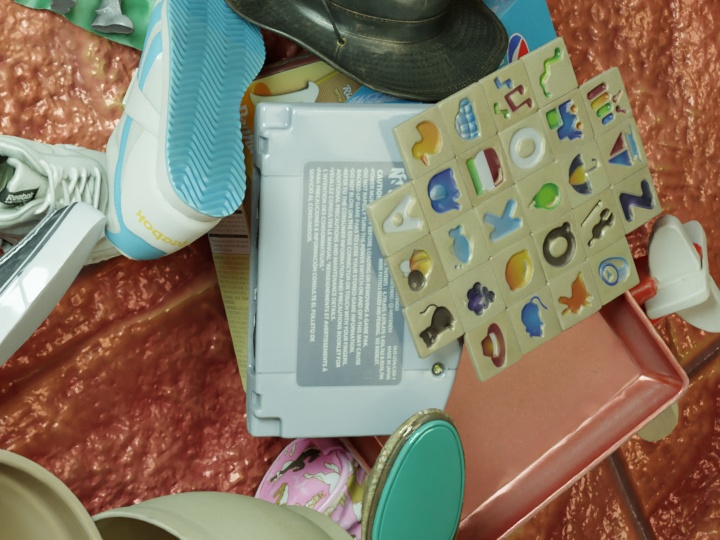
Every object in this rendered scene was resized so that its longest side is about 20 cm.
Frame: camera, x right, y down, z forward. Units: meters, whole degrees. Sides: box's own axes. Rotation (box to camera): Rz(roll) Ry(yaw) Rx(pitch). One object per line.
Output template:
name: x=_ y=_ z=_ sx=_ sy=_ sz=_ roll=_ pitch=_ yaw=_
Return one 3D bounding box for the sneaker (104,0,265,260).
sneaker: x=-0.109 y=-0.096 z=1.316 sx=0.076 sy=0.081 sz=0.200 roll=33 pitch=42 yaw=-27

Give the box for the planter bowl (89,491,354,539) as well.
planter bowl: x=-0.070 y=0.215 z=1.330 sx=0.135 sy=0.200 sz=0.201 roll=-22 pitch=104 yaw=-45

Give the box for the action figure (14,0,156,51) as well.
action figure: x=-0.139 y=-0.243 z=1.354 sx=0.118 sy=0.055 sz=0.201 roll=23 pitch=74 yaw=-36

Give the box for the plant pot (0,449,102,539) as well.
plant pot: x=-0.238 y=0.198 z=1.248 sx=0.200 sy=0.093 sz=0.202 roll=5 pitch=83 yaw=-42

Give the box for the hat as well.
hat: x=0.010 y=-0.197 z=1.383 sx=0.200 sy=0.201 sz=0.081 roll=-8 pitch=139 yaw=-37

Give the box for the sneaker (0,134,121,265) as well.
sneaker: x=-0.189 y=-0.044 z=1.299 sx=0.200 sy=0.081 sz=0.075 roll=7 pitch=85 yaw=-39

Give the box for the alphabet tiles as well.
alphabet tiles: x=0.096 y=-0.037 z=1.357 sx=0.200 sy=0.006 sz=0.167 roll=-30 pitch=111 yaw=-27

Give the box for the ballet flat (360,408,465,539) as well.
ballet flat: x=0.022 y=0.171 z=1.373 sx=0.070 sy=0.065 sz=0.201 roll=-3 pitch=108 yaw=-26

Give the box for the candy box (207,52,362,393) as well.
candy box: x=-0.036 y=-0.031 z=1.431 sx=0.115 sy=0.055 sz=0.201 roll=-20 pitch=103 yaw=-36

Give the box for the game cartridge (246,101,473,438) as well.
game cartridge: x=0.000 y=0.000 z=1.349 sx=0.133 sy=0.042 sz=0.201 roll=-1 pitch=101 yaw=-18

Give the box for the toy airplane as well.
toy airplane: x=0.145 y=0.021 z=1.519 sx=0.198 sy=0.141 sz=0.201 roll=6 pitch=115 yaw=-19

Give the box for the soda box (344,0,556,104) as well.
soda box: x=0.061 y=-0.118 z=1.458 sx=0.200 sy=0.064 sz=0.068 roll=-48 pitch=126 yaw=-50

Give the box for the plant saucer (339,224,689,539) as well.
plant saucer: x=0.074 y=0.056 z=1.415 sx=0.200 sy=0.037 sz=0.200 roll=-38 pitch=107 yaw=-5

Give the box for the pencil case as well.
pencil case: x=0.018 y=0.186 z=1.461 sx=0.200 sy=0.083 sz=0.087 roll=41 pitch=54 yaw=-30

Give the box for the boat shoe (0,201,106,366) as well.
boat shoe: x=-0.226 y=0.029 z=1.255 sx=0.068 sy=0.072 sz=0.200 roll=42 pitch=89 yaw=3
